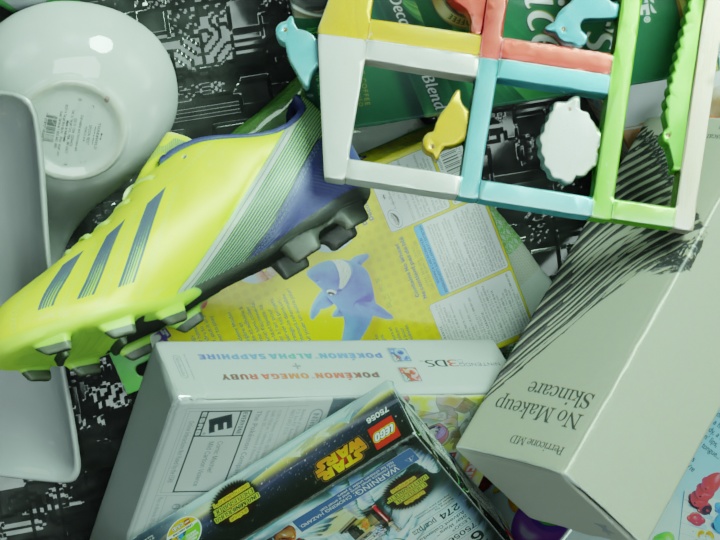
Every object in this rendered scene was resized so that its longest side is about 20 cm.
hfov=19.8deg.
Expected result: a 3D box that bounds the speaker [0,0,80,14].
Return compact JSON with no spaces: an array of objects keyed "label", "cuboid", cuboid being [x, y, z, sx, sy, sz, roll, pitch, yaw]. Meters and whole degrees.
[{"label":"speaker","cuboid":[-0.223,-0.176,0.954,0.200,0.088,0.088,12,101,-13]}]

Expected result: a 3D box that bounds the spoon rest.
[{"label":"spoon rest","cuboid":[-0.151,-0.040,1.000,0.099,0.061,0.200,12,117,-14]}]

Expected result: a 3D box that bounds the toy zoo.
[{"label":"toy zoo","cuboid":[0.061,-0.095,0.938,0.200,0.020,0.131,9,86,0]}]

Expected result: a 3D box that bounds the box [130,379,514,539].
[{"label":"box","cuboid":[-0.035,0.149,0.985,0.200,0.040,0.137,-33,137,6]}]

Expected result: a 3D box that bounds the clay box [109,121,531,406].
[{"label":"clay box","cuboid":[-0.026,0.016,1.029,0.200,0.048,0.115,-22,102,-3]}]

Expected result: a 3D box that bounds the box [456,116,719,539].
[{"label":"box","cuboid":[0.135,0.025,0.977,0.068,0.082,0.200,44,68,-32]}]

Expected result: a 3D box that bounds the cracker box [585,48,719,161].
[{"label":"cracker box","cuboid":[0.150,-0.161,1.037,0.134,0.058,0.200,-33,106,1]}]

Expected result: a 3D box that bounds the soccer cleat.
[{"label":"soccer cleat","cuboid":[-0.090,-0.016,0.948,0.200,0.065,0.084,-27,81,-21]}]

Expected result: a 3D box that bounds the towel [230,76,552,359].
[{"label":"towel","cuboid":[0.000,0.000,1.070,0.149,0.031,0.200,-40,104,-1]}]

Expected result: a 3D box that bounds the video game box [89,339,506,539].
[{"label":"video game box","cuboid":[-0.037,0.118,1.017,0.182,0.047,0.200,3,130,-26]}]

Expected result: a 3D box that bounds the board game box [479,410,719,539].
[{"label":"board game box","cuboid":[0.153,0.093,1.069,0.105,0.103,0.200,35,96,-29]}]

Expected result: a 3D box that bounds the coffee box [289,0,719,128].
[{"label":"coffee box","cuboid":[0.065,-0.141,0.981,0.200,0.044,0.123,-7,110,5]}]

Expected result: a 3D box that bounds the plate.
[{"label":"plate","cuboid":[-0.231,0.001,0.984,0.200,0.032,0.200,3,116,15]}]
